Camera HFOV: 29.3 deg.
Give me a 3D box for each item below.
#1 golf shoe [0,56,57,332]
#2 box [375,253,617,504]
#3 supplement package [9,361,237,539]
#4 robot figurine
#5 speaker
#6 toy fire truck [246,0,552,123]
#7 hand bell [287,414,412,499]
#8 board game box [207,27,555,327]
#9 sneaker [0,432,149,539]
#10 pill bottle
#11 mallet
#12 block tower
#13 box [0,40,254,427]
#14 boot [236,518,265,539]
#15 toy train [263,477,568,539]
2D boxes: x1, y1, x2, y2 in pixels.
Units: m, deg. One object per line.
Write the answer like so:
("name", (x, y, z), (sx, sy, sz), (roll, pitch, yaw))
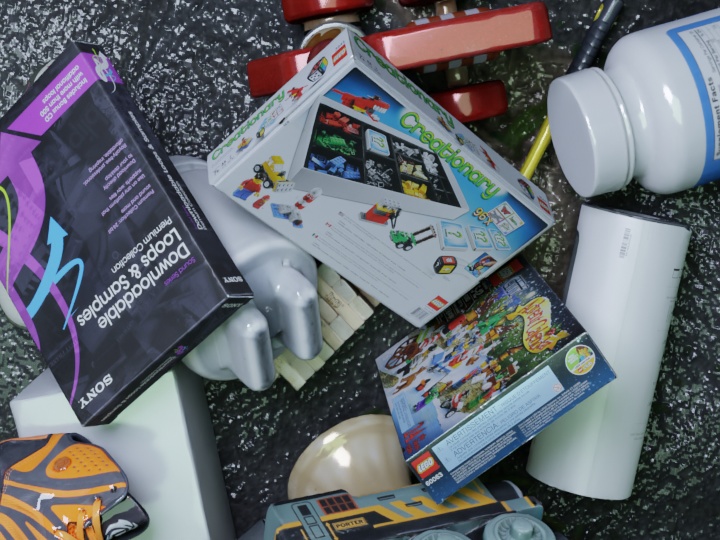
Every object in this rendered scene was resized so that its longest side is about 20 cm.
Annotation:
("golf shoe", (-0.230, -0.052, 0.975), (0.076, 0.088, 0.203), (10, 97, 2))
("box", (0.082, 0.065, 0.926), (0.136, 0.200, 0.038), (-37, 104, 4))
("supplement package", (-0.159, 0.164, 0.983), (0.115, 0.117, 0.203), (-10, 97, 3))
("robot figurine", (-0.107, -0.004, 0.943), (0.169, 0.200, 0.114), (-28, 138, -26))
("speaker", (0.176, 0.058, 0.985), (0.080, 0.081, 0.203), (11, 98, -1))
("toy fire truck", (0.021, -0.147, 0.920), (0.197, 0.168, 0.114), (-9, 96, 2))
("hand bell", (0.034, 0.201, 0.933), (0.103, 0.200, 0.105), (-15, 130, -19))
("board game box", (0.016, -0.051, 0.884), (0.126, 0.035, 0.199), (-38, 128, 23))
("sneaker", (-0.184, 0.180, 0.845), (0.111, 0.078, 0.202), (-13, 54, -3))
("pill bottle", (0.232, -0.117, 0.933), (0.198, 0.112, 0.114), (-17, 96, -8))
("mallet", (0.137, -0.104, 0.975), (0.041, 0.066, 0.202), (27, 96, -6))
("block tower", (0.000, 0.000, 0.994), (0.054, 0.058, 0.200), (44, 97, -4))
("box", (-0.171, -0.023, 0.880), (0.143, 0.036, 0.201), (-40, 75, 22))
("boot", (-0.136, 0.226, 0.898), (0.199, 0.066, 0.166), (-33, 95, 5))
("toy train", (0.033, 0.179, 0.853), (0.198, 0.114, 0.086), (-8, 122, -23))
